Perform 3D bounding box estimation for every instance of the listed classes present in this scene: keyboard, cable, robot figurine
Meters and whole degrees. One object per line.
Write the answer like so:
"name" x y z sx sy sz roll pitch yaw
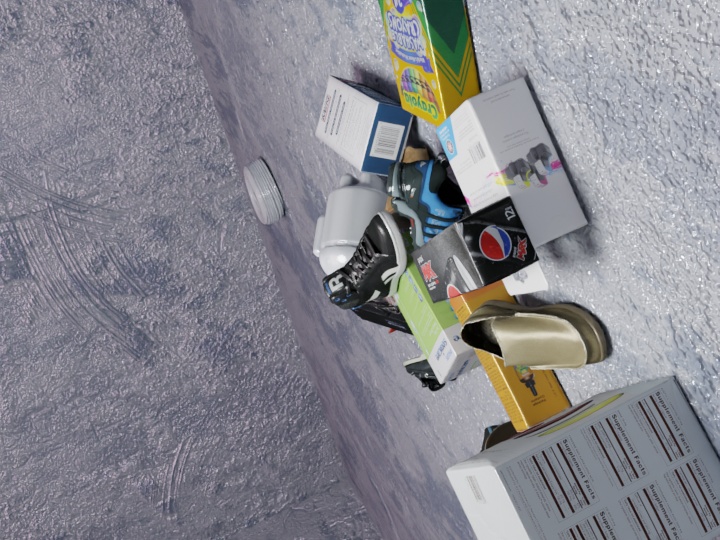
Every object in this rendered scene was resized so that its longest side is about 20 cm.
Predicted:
"keyboard" 0.055 0.077 1.360 0.200 0.021 0.127 14 161 35
"cable" -0.296 -0.238 2.403 0.200 0.069 0.200 69 167 -11
"robot figurine" -0.005 -0.061 1.300 0.113 0.169 0.200 27 -114 -48

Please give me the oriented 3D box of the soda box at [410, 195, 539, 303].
"soda box" 0.113 -0.015 0.831 0.200 0.063 0.071 137 109 -79

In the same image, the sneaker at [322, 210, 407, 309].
"sneaker" 0.000 0.000 1.132 0.073 0.112 0.200 60 165 27

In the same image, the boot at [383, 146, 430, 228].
"boot" 0.072 -0.115 1.161 0.200 0.073 0.076 120 144 -69

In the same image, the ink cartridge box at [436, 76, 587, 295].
"ink cartridge box" 0.160 -0.081 0.818 0.115 0.068 0.200 155 92 -79

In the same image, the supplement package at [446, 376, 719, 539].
"supplement package" 0.223 0.221 0.794 0.147 0.200 0.191 65 167 10

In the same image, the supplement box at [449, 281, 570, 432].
"supplement box" 0.190 0.105 1.027 0.069 0.066 0.200 108 138 -71

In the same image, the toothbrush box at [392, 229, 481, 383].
"toothbrush box" 0.117 0.047 1.176 0.146 0.086 0.200 98 148 -65

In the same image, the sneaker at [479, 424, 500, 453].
"sneaker" 0.231 0.333 1.294 0.082 0.073 0.200 -103 7 -47

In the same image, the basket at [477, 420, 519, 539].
"basket" 0.230 0.314 1.096 0.180 0.136 0.200 -120 17 -50

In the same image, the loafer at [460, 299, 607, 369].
"loafer" 0.191 0.080 0.904 0.200 0.067 0.076 1 116 58

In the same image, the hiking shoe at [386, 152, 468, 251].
"hiking shoe" 0.108 -0.067 1.041 0.200 0.087 0.075 52 -141 -44

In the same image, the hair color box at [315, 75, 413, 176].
"hair color box" 0.001 -0.215 1.162 0.200 0.060 0.100 47 126 57

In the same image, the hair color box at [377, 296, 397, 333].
"hair color box" 0.065 0.035 1.424 0.102 0.061 0.200 63 168 14

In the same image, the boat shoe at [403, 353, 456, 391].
"boat shoe" 0.129 0.178 1.391 0.199 0.074 0.066 139 119 -67

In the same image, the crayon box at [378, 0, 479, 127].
"crayon box" 0.080 -0.242 0.902 0.126 0.051 0.200 46 156 58
